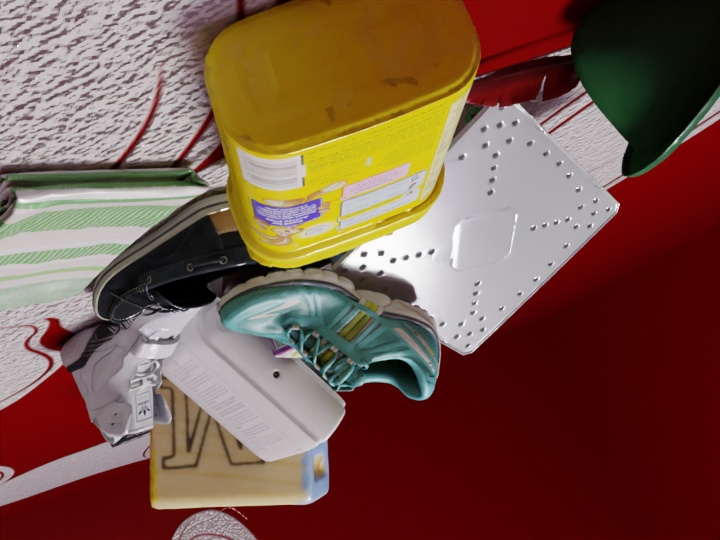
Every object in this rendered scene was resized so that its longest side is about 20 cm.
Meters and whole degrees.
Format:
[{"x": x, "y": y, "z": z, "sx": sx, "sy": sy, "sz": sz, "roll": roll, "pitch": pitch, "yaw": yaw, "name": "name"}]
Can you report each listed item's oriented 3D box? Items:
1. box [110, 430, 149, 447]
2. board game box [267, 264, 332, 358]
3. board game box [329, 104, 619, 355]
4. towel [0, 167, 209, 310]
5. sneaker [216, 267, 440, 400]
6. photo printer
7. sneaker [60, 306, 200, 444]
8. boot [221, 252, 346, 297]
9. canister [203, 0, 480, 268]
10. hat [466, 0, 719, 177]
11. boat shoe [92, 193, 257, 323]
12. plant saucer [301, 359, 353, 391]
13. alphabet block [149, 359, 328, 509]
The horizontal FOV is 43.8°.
[{"x": -0.313, "y": 0.227, "z": 1.494, "sx": 0.199, "sy": 0.044, "sz": 0.160, "roll": -16, "pitch": 167, "yaw": -32, "name": "box"}, {"x": 0.000, "y": 0.000, "z": 0.889, "sx": 0.199, "sy": 0.105, "sz": 0.103, "roll": -26, "pitch": 168, "yaw": 12, "name": "board game box"}, {"x": 0.101, "y": -0.033, "z": 0.769, "sx": 0.200, "sy": 0.026, "sz": 0.200, "roll": -46, "pitch": 133, "yaw": 14, "name": "board game box"}, {"x": -0.211, "y": -0.014, "z": 0.609, "sx": 0.200, "sy": 0.024, "sz": 0.152, "roll": -32, "pitch": 166, "yaw": 39, "name": "towel"}, {"x": -0.018, "y": 0.053, "z": 0.722, "sx": 0.199, "sy": 0.080, "sz": 0.078, "roll": 16, "pitch": 144, "yaw": -23, "name": "sneaker"}, {"x": -0.130, "y": 0.114, "z": 0.964, "sx": 0.070, "sy": 0.200, "sz": 0.166, "roll": -53, "pitch": -169, "yaw": -31, "name": "photo printer"}, {"x": -0.206, "y": 0.090, "z": 0.872, "sx": 0.199, "sy": 0.115, "sz": 0.075, "roll": -30, "pitch": 167, "yaw": 31, "name": "sneaker"}, {"x": -0.040, "y": -0.041, "z": 0.764, "sx": 0.200, "sy": 0.074, "sz": 0.076, "roll": -36, "pitch": -151, "yaw": 7, "name": "boot"}, {"x": -0.012, "y": -0.080, "z": 0.535, "sx": 0.148, "sy": 0.087, "sz": 0.200, "roll": -21, "pitch": 167, "yaw": -8, "name": "canister"}, {"x": 0.161, "y": -0.174, "z": 0.621, "sx": 0.200, "sy": 0.176, "sz": 0.166, "roll": -57, "pitch": 180, "yaw": -29, "name": "hat"}, {"x": -0.153, "y": 0.006, "z": 0.726, "sx": 0.200, "sy": 0.063, "sz": 0.074, "roll": -30, "pitch": 169, "yaw": 37, "name": "boat shoe"}, {"x": -0.106, "y": 0.110, "z": 1.068, "sx": 0.199, "sy": 0.070, "sz": 0.019, "roll": -2, "pitch": 178, "yaw": 5, "name": "plant saucer"}, {"x": -0.151, "y": 0.201, "z": 1.165, "sx": 0.199, "sy": 0.198, "sz": 0.195, "roll": -3, "pitch": 168, "yaw": 3, "name": "alphabet block"}]
